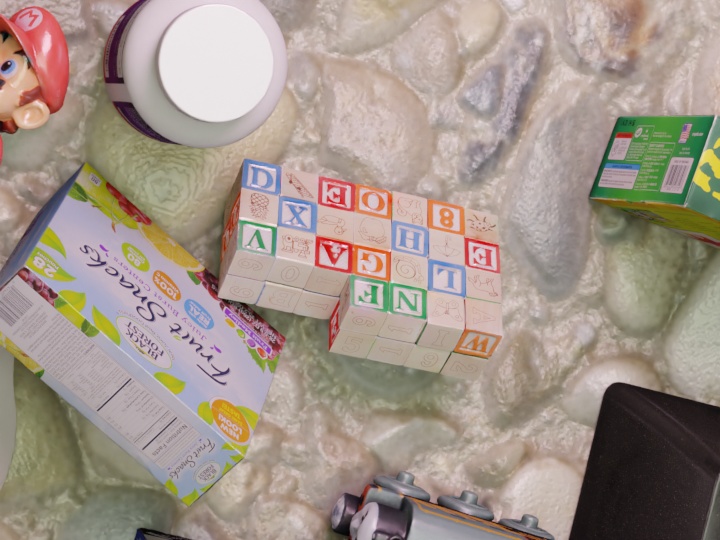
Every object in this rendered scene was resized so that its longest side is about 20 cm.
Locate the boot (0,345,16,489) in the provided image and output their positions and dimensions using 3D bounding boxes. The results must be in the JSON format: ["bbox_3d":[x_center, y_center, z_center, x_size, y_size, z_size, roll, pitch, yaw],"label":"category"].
[{"bbox_3d":[-0.298,0.084,1.543,0.073,0.090,0.201,-20,128,-53],"label":"boot"}]

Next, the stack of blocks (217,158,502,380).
[{"bbox_3d":[0.000,0.000,1.571,0.199,0.059,0.116,12,50,-13],"label":"stack of blocks"}]

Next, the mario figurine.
[{"bbox_3d":[-0.289,-0.112,1.504,0.200,0.106,0.123,-44,100,-5],"label":"mario figurine"}]

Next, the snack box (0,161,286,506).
[{"bbox_3d":[-0.156,0.042,1.511,0.200,0.169,0.068,41,116,-12],"label":"snack box"}]

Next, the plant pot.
[{"bbox_3d":[0.282,0.212,1.624,0.199,0.177,0.201,14,92,-15],"label":"plant pot"}]

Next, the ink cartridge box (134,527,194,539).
[{"bbox_3d":[-0.068,0.238,1.588,0.199,0.094,0.044,15,91,-13],"label":"ink cartridge box"}]

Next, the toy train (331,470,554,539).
[{"bbox_3d":[0.077,0.210,1.606,0.199,0.114,0.086,20,89,-12],"label":"toy train"}]

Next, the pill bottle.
[{"bbox_3d":[-0.114,-0.141,1.492,0.112,0.200,0.113,-1,95,-13],"label":"pill bottle"}]

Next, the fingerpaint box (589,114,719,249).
[{"bbox_3d":[0.284,-0.055,1.591,0.166,0.200,0.074,21,89,-13],"label":"fingerpaint box"}]
